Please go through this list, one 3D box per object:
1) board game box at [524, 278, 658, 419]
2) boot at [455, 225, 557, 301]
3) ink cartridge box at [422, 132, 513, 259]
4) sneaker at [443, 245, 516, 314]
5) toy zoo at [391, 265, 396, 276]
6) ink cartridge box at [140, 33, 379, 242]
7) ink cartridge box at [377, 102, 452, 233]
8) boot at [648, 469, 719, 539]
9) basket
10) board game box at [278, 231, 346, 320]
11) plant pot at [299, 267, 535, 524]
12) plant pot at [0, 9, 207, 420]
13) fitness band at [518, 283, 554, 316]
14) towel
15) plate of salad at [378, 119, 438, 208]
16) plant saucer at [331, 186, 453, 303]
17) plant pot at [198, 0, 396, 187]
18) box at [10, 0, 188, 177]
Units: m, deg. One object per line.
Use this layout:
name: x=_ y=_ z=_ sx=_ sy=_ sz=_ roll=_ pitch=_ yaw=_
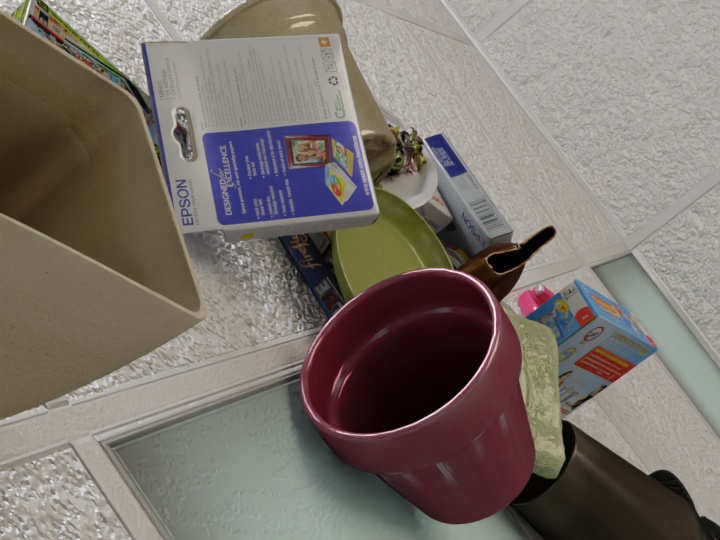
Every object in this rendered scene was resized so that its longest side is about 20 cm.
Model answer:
board game box: x=0.237 y=0.112 z=1.619 sx=0.200 sy=0.196 sz=0.056 roll=26 pitch=30 yaw=-55
boot: x=0.169 y=-0.014 z=1.584 sx=0.188 sy=0.200 sz=0.069 roll=-23 pitch=78 yaw=-32
ink cartridge box: x=0.133 y=-0.051 z=1.822 sx=0.201 sy=0.040 sz=0.200 roll=93 pitch=-28 yaw=-50
sneaker: x=0.132 y=0.048 z=1.708 sx=0.082 sy=0.078 sz=0.200 roll=10 pitch=36 yaw=-55
toy zoo: x=0.068 y=0.108 z=1.422 sx=0.131 sy=0.020 sz=0.201 roll=37 pitch=39 yaw=-46
ink cartridge box: x=-0.097 y=-0.127 z=1.262 sx=0.047 sy=0.199 sz=0.199 roll=125 pitch=-45 yaw=-66
ink cartridge box: x=0.021 y=-0.138 z=1.759 sx=0.146 sy=0.084 sz=0.201 roll=31 pitch=27 yaw=-47
boot: x=0.478 y=0.375 z=1.900 sx=0.162 sy=0.073 sz=0.199 roll=8 pitch=53 yaw=-62
basket: x=0.265 y=0.268 z=1.493 sx=0.200 sy=0.136 sz=0.181 roll=41 pitch=32 yaw=-20
board game box: x=0.000 y=0.000 z=1.476 sx=0.136 sy=0.035 sz=0.200 roll=58 pitch=24 yaw=12
plant pot: x=0.069 y=0.128 z=1.214 sx=0.179 sy=0.199 sz=0.200 roll=58 pitch=10 yaw=-36
plant pot: x=-0.235 y=-0.025 z=0.743 sx=0.200 sy=0.177 sz=0.200 roll=32 pitch=25 yaw=-45
fitness band: x=0.326 y=0.099 z=2.130 sx=0.200 sy=0.037 sz=0.144 roll=34 pitch=25 yaw=-41
towel: x=0.153 y=0.121 z=1.438 sx=0.148 sy=0.037 sz=0.201 roll=17 pitch=50 yaw=-17
plate of salad: x=0.003 y=-0.144 z=1.611 sx=0.199 sy=0.048 sz=0.201 roll=13 pitch=40 yaw=-11
plant saucer: x=0.034 y=0.009 z=1.387 sx=0.200 sy=0.031 sz=0.201 roll=32 pitch=43 yaw=-35
plant pot: x=-0.061 y=-0.162 z=1.401 sx=0.184 sy=0.200 sz=0.200 roll=56 pitch=18 yaw=23
box: x=-0.242 y=-0.157 z=1.228 sx=0.200 sy=0.035 sz=0.110 roll=42 pitch=20 yaw=-28
